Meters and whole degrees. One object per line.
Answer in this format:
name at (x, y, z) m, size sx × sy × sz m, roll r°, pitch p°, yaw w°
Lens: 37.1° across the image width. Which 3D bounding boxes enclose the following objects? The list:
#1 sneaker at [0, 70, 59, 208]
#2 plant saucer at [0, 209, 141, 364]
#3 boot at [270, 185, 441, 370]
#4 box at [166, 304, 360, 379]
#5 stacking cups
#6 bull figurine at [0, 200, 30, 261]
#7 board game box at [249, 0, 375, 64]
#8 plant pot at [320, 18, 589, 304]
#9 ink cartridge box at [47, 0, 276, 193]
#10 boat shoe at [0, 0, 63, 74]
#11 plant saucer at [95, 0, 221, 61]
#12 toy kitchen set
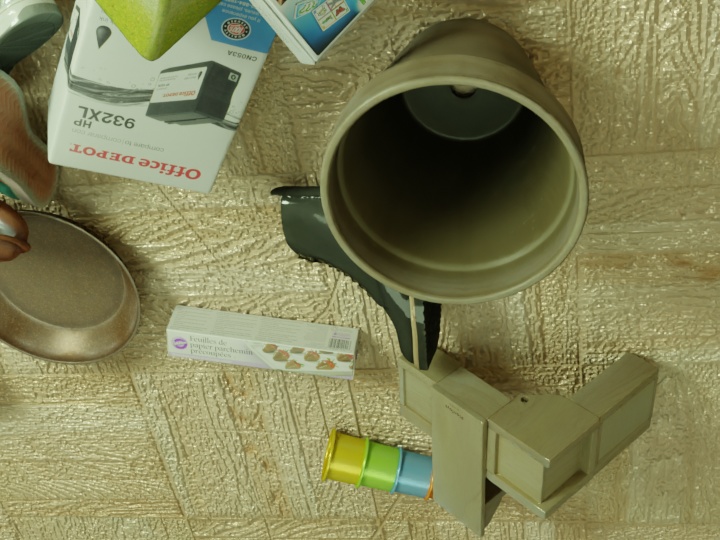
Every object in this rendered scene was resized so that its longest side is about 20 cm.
sneaker at (-0.331, -0.117, 0.938) m, size 0.079 × 0.072 × 0.201 m, roll 14°, pitch 158°, yaw 7°
plant saucer at (-0.316, 0.012, 1.099) m, size 0.197 × 0.037 × 0.202 m, roll 5°, pitch 130°, yaw 6°
boot at (0.000, 0.000, 1.018) m, size 0.136 × 0.078 × 0.203 m, roll -2°, pitch 116°, yaw 17°
box at (-0.100, 0.074, 1.109) m, size 0.197 × 0.042 × 0.039 m, roll 7°, pitch 130°, yaw 4°
stacking cups at (0.057, 0.228, 1.201) m, size 0.197 × 0.061 × 0.061 m, roll 14°, pitch 130°, yaw -6°
bull figurine at (-0.396, -0.053, 0.996) m, size 0.197 × 0.066 × 0.122 m, roll 6°, pitch 156°, yaw 27°
board game box at (-0.009, -0.260, 0.746) m, size 0.200 × 0.035 × 0.126 m, roll -47°, pitch 116°, yaw -9°
plant pot at (0.078, -0.105, 0.844) m, size 0.197 × 0.175 × 0.202 m, roll 5°, pitch 129°, yaw 6°
ink cartridge box at (-0.161, -0.171, 0.867) m, size 0.143 × 0.084 × 0.201 m, roll 10°, pitch 133°, yaw -24°
boat shoe at (-0.333, -0.196, 0.911) m, size 0.200 × 0.074 × 0.066 m, roll -24°, pitch 88°, yaw 36°
plant saucer at (-0.132, -0.284, 0.732) m, size 0.200 × 0.048 × 0.200 m, roll -45°, pitch 113°, yaw -11°
toy kitchen set at (0.167, 0.160, 1.112) m, size 0.199 × 0.179 × 0.165 m, roll 32°, pitch 138°, yaw 38°
